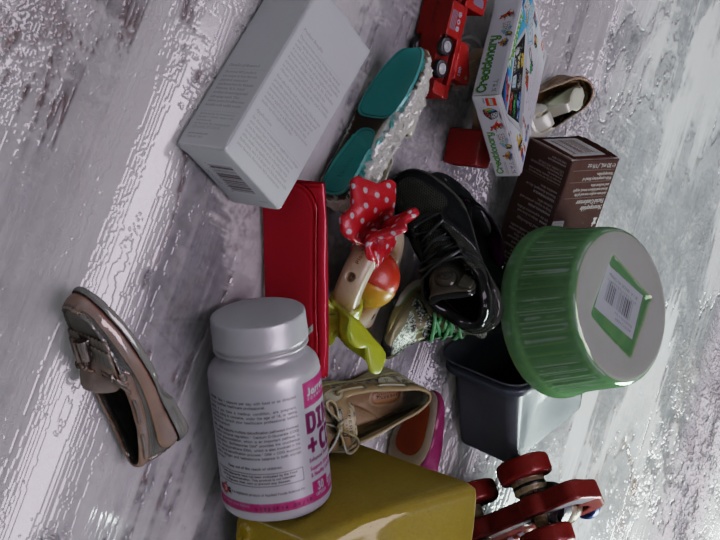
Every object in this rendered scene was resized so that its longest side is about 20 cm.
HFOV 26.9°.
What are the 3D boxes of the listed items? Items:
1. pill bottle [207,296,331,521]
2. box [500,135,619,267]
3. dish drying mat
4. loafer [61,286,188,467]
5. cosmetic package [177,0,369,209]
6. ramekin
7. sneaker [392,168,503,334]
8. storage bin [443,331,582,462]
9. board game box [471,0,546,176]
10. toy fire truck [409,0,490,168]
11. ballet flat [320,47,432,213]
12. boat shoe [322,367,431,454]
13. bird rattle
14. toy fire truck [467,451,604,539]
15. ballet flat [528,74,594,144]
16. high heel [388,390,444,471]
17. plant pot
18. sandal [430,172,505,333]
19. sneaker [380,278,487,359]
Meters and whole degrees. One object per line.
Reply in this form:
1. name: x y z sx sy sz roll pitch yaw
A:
1. pill bottle: -0.092 0.136 1.493 0.113 0.113 0.201 -24 115 -44
2. box: 0.228 -0.057 1.812 0.100 0.075 0.201 -8 123 -45
3. dish drying mat: -0.067 0.007 1.523 0.018 0.076 0.201 -19 113 -54
4. loafer: -0.222 0.103 1.375 0.063 0.072 0.200 -47 133 -23
5. cosmetic package: -0.082 -0.171 1.471 0.101 0.071 0.201 49 62 -42
6. ramekin: 0.259 0.044 1.708 0.199 0.097 0.201 8 79 -43
7. sneaker: 0.089 -0.023 1.629 0.200 0.076 0.114 66 10 6
8. storage bin: 0.206 0.138 1.832 0.200 0.145 0.135 -33 132 -40
9. board game box: 0.172 -0.223 1.718 0.127 0.034 0.201 67 30 -45
10. toy fire truck: 0.113 -0.228 1.701 0.141 0.049 0.201 19 83 -50
11. ballet flat: 0.021 -0.144 1.604 0.072 0.072 0.201 42 75 -45
12. boat shoe: -0.006 0.154 1.635 0.200 0.062 0.074 -23 116 -44
13. bird rattle: 0.000 0.000 1.584 0.163 0.112 0.201 -1 106 -76
14. toy fire truck: 0.209 0.296 1.825 0.168 0.200 0.113 8 57 -52
15. ballet flat: 0.215 -0.190 1.813 0.200 0.067 0.068 -38 117 -38
16. high heel: 0.078 0.235 1.746 0.096 0.067 0.201 9 106 -40
17. plant pot: -0.023 0.308 1.563 0.199 0.194 0.197 -4 101 -42
18. sandal: 0.138 -0.028 1.708 0.075 0.048 0.201 -22 81 -44
19. sneaker: 0.101 0.050 1.703 0.200 0.088 0.077 -34 144 -39
